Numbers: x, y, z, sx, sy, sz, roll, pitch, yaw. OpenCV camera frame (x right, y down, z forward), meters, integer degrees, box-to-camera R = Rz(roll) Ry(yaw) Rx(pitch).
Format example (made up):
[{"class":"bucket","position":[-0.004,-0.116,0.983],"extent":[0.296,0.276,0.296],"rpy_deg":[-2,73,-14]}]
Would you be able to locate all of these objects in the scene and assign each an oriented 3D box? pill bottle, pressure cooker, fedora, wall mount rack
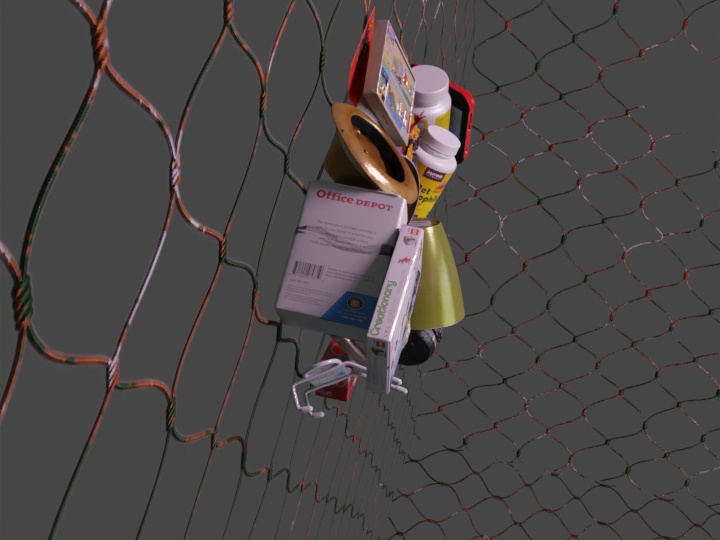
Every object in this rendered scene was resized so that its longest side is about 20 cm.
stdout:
[{"class":"pill bottle","position":[0.128,-0.200,1.932],"extent":[0.200,0.109,0.109],"rpy_deg":[-61,-179,30]},{"class":"pressure cooker","position":[0.106,0.096,2.142],"extent":[0.176,0.178,0.201],"rpy_deg":[-42,-156,50]},{"class":"fedora","position":[0.001,-0.161,1.388],"extent":[0.082,0.201,0.201],"rpy_deg":[-39,-175,21]},{"class":"wall mount rack","position":[-0.019,0.189,1.517],"extent":[0.200,0.173,0.075],"rpy_deg":[63,8,-75]},{"class":"pill bottle","position":[0.135,-0.329,1.969],"extent":[0.200,0.114,0.115],"rpy_deg":[91,14,-49]}]

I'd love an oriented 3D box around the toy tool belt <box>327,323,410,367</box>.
[{"class":"toy tool belt","position":[-0.021,0.078,1.539],"extent":[0.125,0.200,0.123],"rpy_deg":[-52,-165,-31]}]

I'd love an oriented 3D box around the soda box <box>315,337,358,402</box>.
[{"class":"soda box","position":[-0.028,0.162,1.747],"extent":[0.200,0.063,0.070],"rpy_deg":[-61,159,-60]}]

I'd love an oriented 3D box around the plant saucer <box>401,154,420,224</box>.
[{"class":"plant saucer","position":[0.017,-0.107,1.534],"extent":[0.200,0.032,0.201],"rpy_deg":[-26,133,-31]}]

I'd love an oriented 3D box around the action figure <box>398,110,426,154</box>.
[{"class":"action figure","position":[0.076,-0.227,1.657],"extent":[0.099,0.065,0.200],"rpy_deg":[-46,-140,29]}]

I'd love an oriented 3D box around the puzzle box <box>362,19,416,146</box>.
[{"class":"puzzle box","position":[0.052,-0.308,1.540],"extent":[0.200,0.025,0.134],"rpy_deg":[45,50,-66]}]

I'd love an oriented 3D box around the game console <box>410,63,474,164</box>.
[{"class":"game console","position":[0.172,-0.343,2.042],"extent":[0.031,0.177,0.200],"rpy_deg":[-41,151,-30]}]

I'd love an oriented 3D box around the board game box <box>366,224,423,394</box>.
[{"class":"board game box","position":[0.048,0.052,1.264],"extent":[0.127,0.034,0.200],"rpy_deg":[90,15,-50]}]

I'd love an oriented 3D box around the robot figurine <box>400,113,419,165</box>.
[{"class":"robot figurine","position":[0.064,-0.226,1.793],"extent":[0.145,0.058,0.201],"rpy_deg":[56,44,-53]}]

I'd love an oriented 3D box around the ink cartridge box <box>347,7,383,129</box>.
[{"class":"ink cartridge box","position":[0.021,-0.307,1.531],"extent":[0.200,0.047,0.161],"rpy_deg":[91,13,-53]}]

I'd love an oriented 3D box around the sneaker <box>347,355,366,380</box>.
[{"class":"sneaker","position":[0.004,0.098,1.666],"extent":[0.082,0.074,0.201],"rpy_deg":[-53,128,-72]}]

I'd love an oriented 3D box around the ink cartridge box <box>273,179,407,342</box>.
[{"class":"ink cartridge box","position":[-0.024,-0.013,1.314],"extent":[0.084,0.144,0.201],"rpy_deg":[75,28,-70]}]

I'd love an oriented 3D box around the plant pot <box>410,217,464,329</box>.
[{"class":"plant pot","position":[0.121,-0.002,1.913],"extent":[0.187,0.186,0.201],"rpy_deg":[-52,141,-70]}]
